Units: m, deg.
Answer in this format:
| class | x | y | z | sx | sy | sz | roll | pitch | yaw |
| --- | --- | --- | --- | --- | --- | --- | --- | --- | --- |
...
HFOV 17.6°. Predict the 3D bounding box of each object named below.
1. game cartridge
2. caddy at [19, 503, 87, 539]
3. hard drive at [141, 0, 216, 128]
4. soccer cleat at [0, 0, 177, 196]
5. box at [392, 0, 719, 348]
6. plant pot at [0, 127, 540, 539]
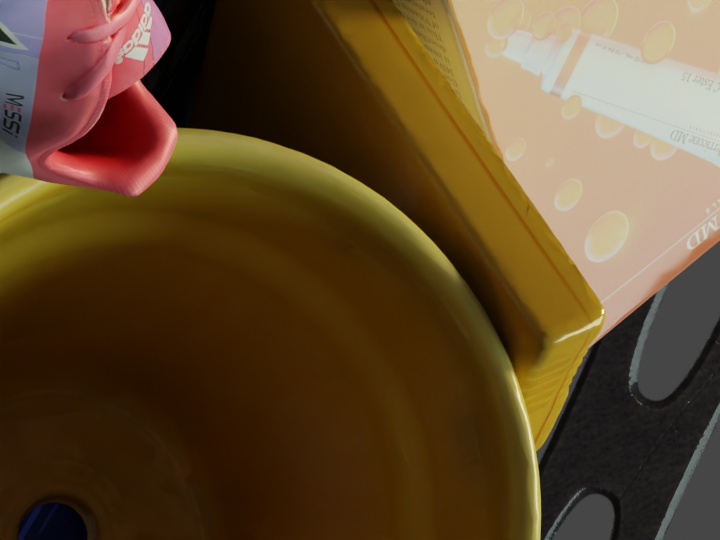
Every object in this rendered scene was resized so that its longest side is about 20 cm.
| class | x | y | z | sx | sy | sz | roll | pitch | yaw |
| --- | --- | --- | --- | --- | --- | --- | --- | --- | --- |
| game cartridge | 0.000 | 0.000 | 0.754 | 0.032 | 0.177 | 0.200 | -22 | 156 | -25 |
| caddy | -0.107 | 0.134 | 0.983 | 0.105 | 0.141 | 0.200 | -63 | 178 | -14 |
| hard drive | -0.084 | -0.049 | 0.792 | 0.200 | 0.042 | 0.135 | 110 | 5 | -55 |
| soccer cleat | -0.070 | -0.067 | 0.458 | 0.200 | 0.076 | 0.067 | 109 | 6 | -73 |
| box | 0.061 | -0.089 | 0.777 | 0.124 | 0.097 | 0.200 | -38 | 136 | -16 |
| plant pot | -0.074 | 0.075 | 0.691 | 0.201 | 0.200 | 0.189 | -65 | -166 | -19 |
